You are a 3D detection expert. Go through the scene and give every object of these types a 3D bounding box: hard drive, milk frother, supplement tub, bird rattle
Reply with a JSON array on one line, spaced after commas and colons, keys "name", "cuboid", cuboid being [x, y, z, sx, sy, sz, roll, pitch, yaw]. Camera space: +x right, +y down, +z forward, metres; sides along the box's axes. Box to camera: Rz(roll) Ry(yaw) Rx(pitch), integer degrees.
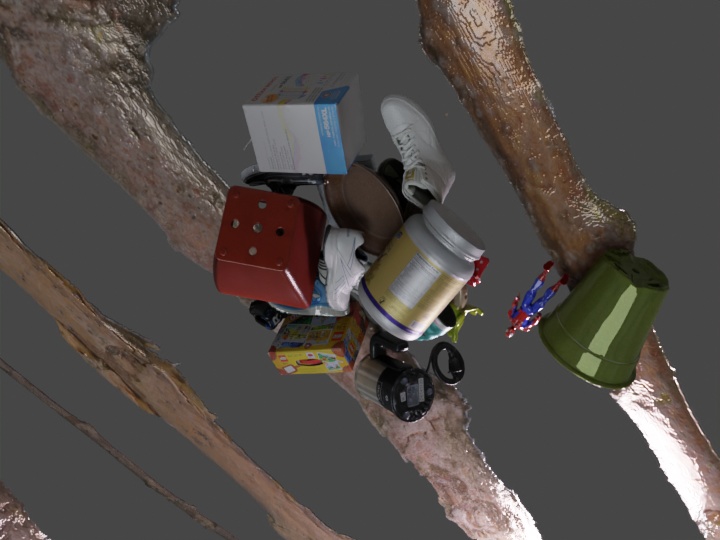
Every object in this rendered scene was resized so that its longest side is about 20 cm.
[{"name": "hard drive", "cuboid": [-0.011, -0.129, 1.168, 0.128, 0.027, 0.204, -1, 129, 23]}, {"name": "milk frother", "cuboid": [0.116, 0.242, 1.381, 0.195, 0.186, 0.187, 11, 180, -28]}, {"name": "supplement tub", "cuboid": [0.102, -0.001, 0.994, 0.144, 0.146, 0.201, 35, 110, -11]}, {"name": "bird rattle", "cuboid": [0.172, 0.038, 1.196, 0.160, 0.113, 0.204, 14, 133, 33]}]

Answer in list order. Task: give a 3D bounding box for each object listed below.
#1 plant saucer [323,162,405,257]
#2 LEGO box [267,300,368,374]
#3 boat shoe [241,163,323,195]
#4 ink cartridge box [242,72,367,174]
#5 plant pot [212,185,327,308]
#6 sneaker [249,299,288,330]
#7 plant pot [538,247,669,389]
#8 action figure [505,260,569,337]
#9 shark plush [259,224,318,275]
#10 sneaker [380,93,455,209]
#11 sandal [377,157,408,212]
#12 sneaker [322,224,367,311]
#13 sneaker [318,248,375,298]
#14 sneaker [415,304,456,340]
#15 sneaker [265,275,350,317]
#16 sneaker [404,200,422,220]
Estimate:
[{"name": "plant saucer", "cuboid": [0.013, -0.118, 1.086, 0.198, 0.037, 0.203, 34, 147, 25]}, {"name": "LEGO box", "cuboid": [-0.095, 0.158, 1.371, 0.195, 0.151, 0.078, -8, 128, 27]}, {"name": "boat shoe", "cuboid": [-0.151, -0.175, 1.132, 0.195, 0.071, 0.070, -5, 94, 30]}, {"name": "ink cartridge box", "cuboid": [-0.103, -0.256, 1.020, 0.194, 0.130, 0.128, 5, 130, 18]}, {"name": "plant pot", "cuboid": [-0.179, -0.058, 1.110, 0.194, 0.206, 0.177, 10, 168, 2]}, {"name": "sneaker", "cuboid": [-0.166, 0.091, 1.367, 0.195, 0.113, 0.074, -3, 131, 24]}, {"name": "plant pot", "cuboid": [0.454, 0.072, 1.063, 0.195, 0.201, 0.193, 22, 123, 2]}, {"name": "action figure", "cuboid": [0.341, 0.070, 1.181, 0.065, 0.051, 0.202, 38, 139, 16]}, {"name": "shark plush", "cuboid": [-0.142, -0.052, 1.291, 0.082, 0.093, 0.199, 6, 156, 43]}, {"name": "sneaker", "cuboid": [0.093, -0.196, 1.005, 0.073, 0.117, 0.201, -22, 118, 38]}, {"name": "sandal", "cuboid": [0.076, -0.123, 1.116, 0.057, 0.080, 0.204, 13, 136, 46]}, {"name": "sneaker", "cuboid": [-0.028, 0.004, 1.149, 0.084, 0.076, 0.204, 1, 133, 2]}, {"name": "sneaker", "cuboid": [0.000, 0.000, 1.219, 0.194, 0.077, 0.116, 10, 153, 11]}, {"name": "sneaker", "cuboid": [0.098, 0.059, 1.189, 0.121, 0.082, 0.203, -47, 68, 40]}, {"name": "sneaker", "cuboid": [-0.119, 0.052, 1.303, 0.194, 0.093, 0.078, 3, -179, -17]}, {"name": "sneaker", "cuboid": [0.128, -0.038, 1.108, 0.065, 0.090, 0.206, -12, 94, 17]}]
